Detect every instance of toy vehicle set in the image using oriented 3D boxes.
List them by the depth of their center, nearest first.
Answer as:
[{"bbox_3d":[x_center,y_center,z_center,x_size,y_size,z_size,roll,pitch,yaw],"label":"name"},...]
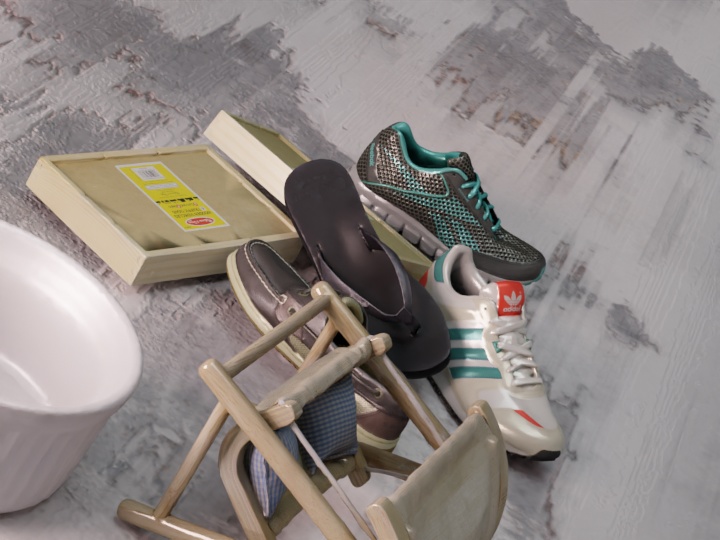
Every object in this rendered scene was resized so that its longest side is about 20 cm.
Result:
[{"bbox_3d":[-0.147,-0.046,1.648,0.124,0.027,0.200,43,27,24],"label":"toy vehicle set"},{"bbox_3d":[-0.030,-0.056,1.771,0.200,0.027,0.124,41,9,20],"label":"toy vehicle set"}]

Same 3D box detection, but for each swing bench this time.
[{"bbox_3d":[-0.010,0.134,1.364,0.200,0.130,0.199,35,25,9],"label":"swing bench"}]

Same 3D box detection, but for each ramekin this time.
[{"bbox_3d":[-0.241,0.055,1.290,0.200,0.098,0.201,25,26,-13],"label":"ramekin"}]

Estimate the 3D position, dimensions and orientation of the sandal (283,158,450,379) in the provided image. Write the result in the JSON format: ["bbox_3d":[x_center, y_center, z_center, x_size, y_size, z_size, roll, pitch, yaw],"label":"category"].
[{"bbox_3d":[-0.001,0.000,1.651,0.200,0.076,0.043,56,-13,16],"label":"sandal"}]

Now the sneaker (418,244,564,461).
[{"bbox_3d":[0.104,0.060,1.668,0.070,0.093,0.200,7,34,-41],"label":"sneaker"}]

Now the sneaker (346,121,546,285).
[{"bbox_3d":[0.082,-0.058,1.866,0.200,0.091,0.078,29,26,-4],"label":"sneaker"}]

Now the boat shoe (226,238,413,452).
[{"bbox_3d":[-0.023,0.045,1.569,0.072,0.066,0.201,2,45,-53],"label":"boat shoe"}]
